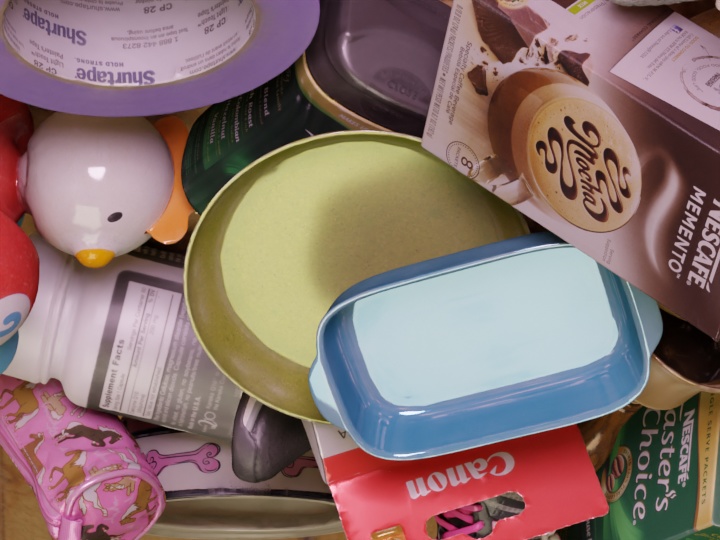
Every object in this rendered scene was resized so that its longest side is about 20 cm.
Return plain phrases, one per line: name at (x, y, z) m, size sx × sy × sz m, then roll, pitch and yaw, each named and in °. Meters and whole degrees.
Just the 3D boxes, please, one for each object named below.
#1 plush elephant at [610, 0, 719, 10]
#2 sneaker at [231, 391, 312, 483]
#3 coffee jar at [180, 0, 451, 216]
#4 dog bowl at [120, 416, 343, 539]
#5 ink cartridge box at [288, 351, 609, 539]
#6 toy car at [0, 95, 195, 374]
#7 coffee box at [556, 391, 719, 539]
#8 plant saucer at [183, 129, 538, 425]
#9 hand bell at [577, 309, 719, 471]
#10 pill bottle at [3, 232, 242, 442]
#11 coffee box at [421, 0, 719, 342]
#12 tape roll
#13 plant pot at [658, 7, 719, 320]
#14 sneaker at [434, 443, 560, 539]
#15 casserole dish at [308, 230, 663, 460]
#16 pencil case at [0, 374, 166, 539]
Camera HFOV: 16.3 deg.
plush elephant at (0.187, -0.161, 1.192) m, size 0.199 × 0.155 × 0.165 m, roll 16°, pitch 126°, yaw -20°
sneaker at (0.008, 0.066, 1.555) m, size 0.115 × 0.200 × 0.075 m, roll 20°, pitch 140°, yaw 19°
coffee jar at (-0.017, -0.090, 1.446) m, size 0.104 × 0.086 × 0.200 m, roll 23°, pitch 145°, yaw -20°
dog bowl at (-0.089, 0.141, 1.781) m, size 0.199 × 0.074 × 0.200 m, roll -1°, pitch 165°, yaw 0°
ink cartridge box at (0.044, 0.069, 1.492) m, size 0.160 × 0.200 × 0.050 m, roll -17°, pitch 159°, yaw -8°
toy car at (-0.184, -0.035, 1.512) m, size 0.199 × 0.177 × 0.184 m, roll -3°, pitch 156°, yaw 5°
coffee box at (0.186, 0.129, 1.579) m, size 0.044 × 0.123 × 0.200 m, roll 19°, pitch 156°, yaw -22°
plant saucer at (0.000, 0.000, 1.419) m, size 0.199 × 0.031 × 0.201 m, roll 0°, pitch 124°, yaw -1°
hand bell at (0.160, 0.077, 1.516) m, size 0.104 × 0.104 × 0.200 m, roll 19°, pitch 141°, yaw -13°
pill bottle at (-0.131, 0.045, 1.658) m, size 0.199 × 0.114 × 0.114 m, roll 14°, pitch 147°, yaw -3°
coffee box at (0.139, -0.071, 1.299) m, size 0.200 × 0.080 × 0.113 m, roll 34°, pitch 137°, yaw 23°
tape roll at (-0.123, -0.165, 1.320) m, size 0.199 × 0.085 × 0.200 m, roll -5°, pitch 155°, yaw -2°
plant pot at (0.226, -0.051, 1.385) m, size 0.199 × 0.028 × 0.201 m, roll -2°, pitch 114°, yaw -4°
sneaker at (0.073, 0.174, 1.557) m, size 0.074 × 0.087 × 0.200 m, roll 10°, pitch 136°, yaw 41°
casserole dish at (0.069, 0.038, 1.403) m, size 0.199 × 0.039 × 0.121 m, roll -14°, pitch 122°, yaw 10°
pencil case at (-0.209, 0.107, 1.703) m, size 0.086 × 0.200 × 0.083 m, roll -38°, pitch 142°, yaw -5°
